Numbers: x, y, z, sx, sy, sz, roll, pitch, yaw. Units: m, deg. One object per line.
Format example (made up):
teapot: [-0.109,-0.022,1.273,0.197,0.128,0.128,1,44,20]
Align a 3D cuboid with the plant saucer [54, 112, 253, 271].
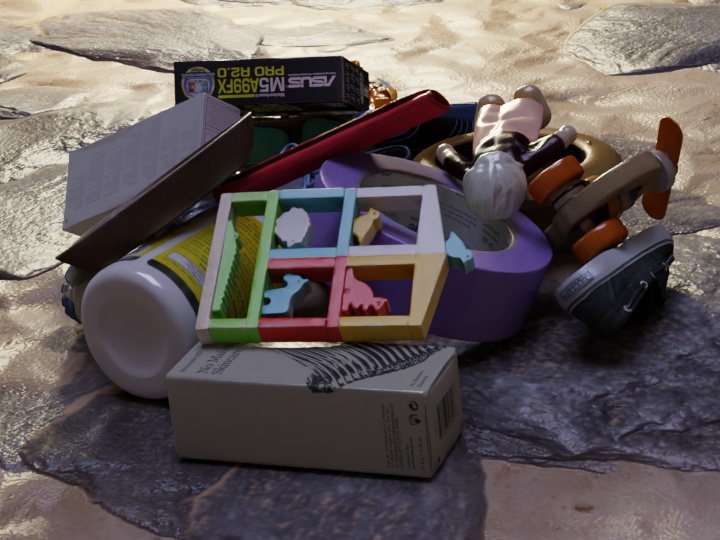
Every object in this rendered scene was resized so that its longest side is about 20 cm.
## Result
plant saucer: [-0.161,-0.058,1.522,0.200,0.035,0.200,-36,6,4]

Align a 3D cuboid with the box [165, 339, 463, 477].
box: [-0.032,0.095,1.328,0.199,0.069,0.082,2,22,19]

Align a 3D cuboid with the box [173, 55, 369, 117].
box: [-0.081,-0.174,1.776,0.159,0.045,0.200,-1,2,7]

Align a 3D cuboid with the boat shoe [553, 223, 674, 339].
boat shoe: [0.213,0.013,1.483,0.069,0.057,0.200,-45,-11,27]

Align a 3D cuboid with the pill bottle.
pill bottle: [-0.122,0.015,1.495,0.112,0.113,0.200,8,26,32]

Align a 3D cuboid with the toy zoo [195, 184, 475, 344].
toy zoo: [-0.015,-0.005,1.371,0.199,0.021,0.132,-1,53,12]

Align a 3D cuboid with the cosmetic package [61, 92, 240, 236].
cosmetic package: [-0.195,-0.092,1.722,0.199,0.083,0.051,-17,-30,41]

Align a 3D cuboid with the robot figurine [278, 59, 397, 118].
robot figurine: [-0.023,-0.186,2.042,0.144,0.059,0.200,-8,22,-8]

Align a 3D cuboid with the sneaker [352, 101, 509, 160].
sneaker: [0.076,-0.120,1.774,0.199,0.078,0.070,-7,9,-39]

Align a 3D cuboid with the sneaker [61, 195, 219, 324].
sneaker: [-0.160,0.002,1.613,0.085,0.077,0.200,23,42,34]

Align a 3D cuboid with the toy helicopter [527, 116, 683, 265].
toy helicopter: [0.210,-0.058,1.547,0.132,0.079,0.200,-35,-11,-5]

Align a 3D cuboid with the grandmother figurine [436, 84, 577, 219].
grandmother figurine: [0.123,-0.098,1.567,0.121,0.061,0.200,-20,20,21]

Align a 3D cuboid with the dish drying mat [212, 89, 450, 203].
dish drying mat: [-0.024,-0.102,1.532,0.199,0.018,0.077,-24,-7,12]

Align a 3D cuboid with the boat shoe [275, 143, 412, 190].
boat shoe: [-0.038,-0.082,1.673,0.199,0.069,0.084,-19,50,-43]

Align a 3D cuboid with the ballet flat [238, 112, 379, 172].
ballet flat: [-0.049,-0.124,1.834,0.199,0.071,0.065,10,12,29]

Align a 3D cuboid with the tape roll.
tape roll: [0.051,-0.021,1.496,0.199,0.066,0.200,19,22,-8]

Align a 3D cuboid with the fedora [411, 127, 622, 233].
fedora: [0.138,-0.067,1.668,0.199,0.082,0.201,-5,22,2]
